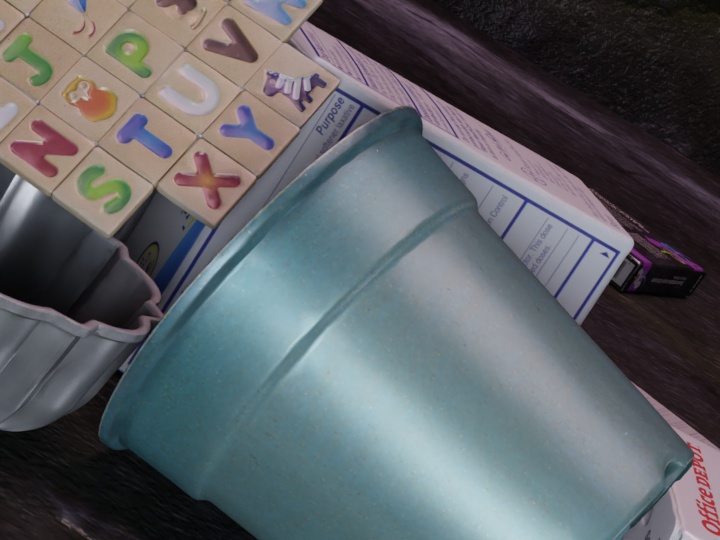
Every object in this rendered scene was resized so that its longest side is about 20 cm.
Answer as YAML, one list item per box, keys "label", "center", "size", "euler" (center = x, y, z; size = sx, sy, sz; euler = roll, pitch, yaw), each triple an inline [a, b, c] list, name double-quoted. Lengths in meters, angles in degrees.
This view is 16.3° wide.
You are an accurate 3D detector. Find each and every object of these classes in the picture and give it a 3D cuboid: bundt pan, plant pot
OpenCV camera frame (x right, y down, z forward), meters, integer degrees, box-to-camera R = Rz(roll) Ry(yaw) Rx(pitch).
- label: "bundt pan"
  center: [-0.186, -0.001, 1.054]
  size: [0.202, 0.076, 0.202]
  euler: [32, 11, -7]
- label: "plant pot"
  center: [0.024, 0.069, 1.091]
  size: [0.196, 0.200, 0.200]
  euler: [44, 14, 9]

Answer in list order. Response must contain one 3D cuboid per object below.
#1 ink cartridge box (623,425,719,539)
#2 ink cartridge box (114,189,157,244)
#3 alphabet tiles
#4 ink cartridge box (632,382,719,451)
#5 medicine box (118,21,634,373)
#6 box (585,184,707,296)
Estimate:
- label: "ink cartridge box"
  center: [0.224, 0.180, 1.319]
  size: [0.200, 0.084, 0.145]
  euler: [28, 18, -9]
- label: "ink cartridge box"
  center: [-0.065, -0.028, 1.444]
  size: [0.200, 0.085, 0.145]
  euler: [24, 15, -32]
- label: "alphabet tiles"
  center: [-0.117, -0.109, 1.158]
  size: [0.200, 0.166, 0.006]
  euler: [35, -27, 10]
- label: "ink cartridge box"
  center: [0.215, 0.131, 1.650]
  size: [0.200, 0.037, 0.095]
  euler: [40, 15, 20]
- label: "medicine box"
  center: [0.000, 0.000, 1.267]
  size: [0.200, 0.182, 0.103]
  euler: [29, 12, -20]
- label: "box"
  center: [0.227, -0.031, 2.303]
  size: [0.143, 0.036, 0.200]
  euler: [39, 15, 22]
